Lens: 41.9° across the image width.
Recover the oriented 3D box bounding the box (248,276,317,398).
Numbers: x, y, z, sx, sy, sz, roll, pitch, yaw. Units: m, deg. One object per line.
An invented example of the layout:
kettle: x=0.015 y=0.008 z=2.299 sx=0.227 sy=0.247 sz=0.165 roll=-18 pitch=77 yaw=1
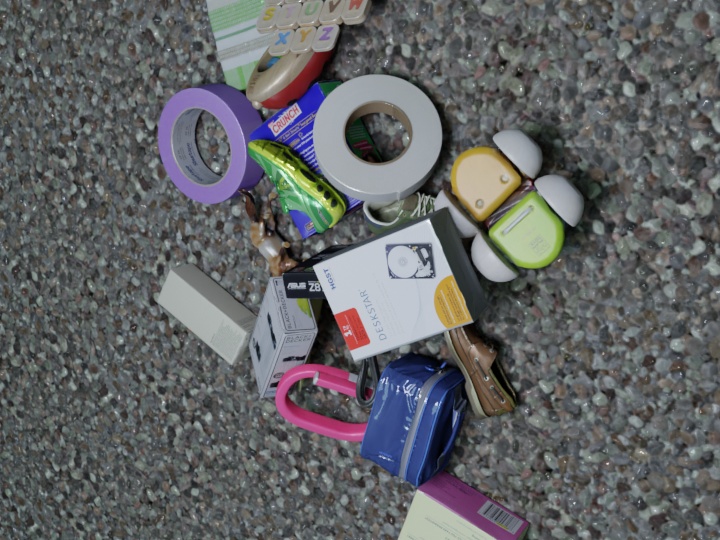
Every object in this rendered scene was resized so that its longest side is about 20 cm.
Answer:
box: x=-0.134 y=0.115 z=1.591 sx=0.201 sy=0.060 sz=0.117 roll=112 pitch=148 yaw=-47

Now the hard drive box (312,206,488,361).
hard drive box: x=0.057 y=0.022 z=1.333 sx=0.199 sy=0.077 sz=0.157 roll=-22 pitch=96 yaw=29

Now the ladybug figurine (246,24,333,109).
ladybug figurine: x=-0.105 y=-0.330 z=1.494 sx=0.201 sy=0.072 sz=0.135 roll=-55 pitch=29 yaw=-11

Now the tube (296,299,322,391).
tube: x=-0.099 y=0.104 z=1.643 sx=0.051 sy=0.058 sz=0.202 roll=17 pitch=108 yaw=18

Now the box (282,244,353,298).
box: x=0.000 y=0.000 z=1.496 sx=0.198 sy=0.161 sz=0.050 roll=-1 pitch=106 yaw=31

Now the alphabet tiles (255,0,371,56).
alphabet tiles: x=-0.069 y=-0.415 z=1.454 sx=0.198 sy=0.015 sz=0.197 roll=2 pitch=61 yaw=30

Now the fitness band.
fitness band: x=-0.046 y=0.227 z=1.589 sx=0.198 sy=0.038 sz=0.144 roll=20 pitch=131 yaw=-9

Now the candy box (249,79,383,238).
candy box: x=-0.065 y=-0.182 z=1.542 sx=0.168 sy=0.077 sz=0.201 roll=-30 pitch=87 yaw=33

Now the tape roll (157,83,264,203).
tape roll: x=-0.259 y=-0.221 z=1.642 sx=0.199 sy=0.065 sz=0.202 roll=11 pitch=111 yaw=30

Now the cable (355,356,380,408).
cable: x=0.017 y=0.124 z=1.547 sx=0.097 sy=0.050 sz=0.202 roll=-27 pitch=65 yaw=20

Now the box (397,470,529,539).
box: x=0.155 y=0.467 z=1.551 sx=0.175 sy=0.096 sz=0.202 roll=27 pitch=113 yaw=22

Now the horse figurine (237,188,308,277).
horse figurine: x=-0.152 y=-0.048 z=1.620 sx=0.201 sy=0.050 sz=0.133 roll=60 pitch=151 yaw=12

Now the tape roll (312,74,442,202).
tape roll: x=0.026 y=-0.203 z=1.438 sx=0.201 sy=0.037 sz=0.205 roll=0 pitch=72 yaw=0

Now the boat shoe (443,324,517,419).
boat shoe: x=0.188 y=0.133 z=1.477 sx=0.068 sy=0.072 sz=0.201 roll=-19 pitch=101 yaw=27

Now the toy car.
toy car: x=0.219 y=-0.090 z=1.356 sx=0.175 sy=0.150 sz=0.200 roll=-44 pitch=74 yaw=16

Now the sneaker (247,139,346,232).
sneaker: x=-0.114 y=-0.135 z=1.494 sx=0.200 sy=0.074 sz=0.084 roll=43 pitch=117 yaw=15

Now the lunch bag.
lunch bag: x=0.100 y=0.233 z=1.506 sx=0.131 sy=0.136 sz=0.202 roll=23 pitch=110 yaw=23

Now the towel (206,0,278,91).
towel: x=-0.188 y=-0.414 z=1.594 sx=0.148 sy=0.031 sz=0.202 roll=-7 pitch=100 yaw=33

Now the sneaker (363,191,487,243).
sneaker: x=0.092 y=-0.086 z=1.454 sx=0.199 sy=0.068 sz=0.090 roll=-4 pitch=144 yaw=31

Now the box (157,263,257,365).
box: x=-0.274 y=0.078 z=1.728 sx=0.200 sy=0.068 sz=0.083 roll=39 pitch=118 yaw=18
